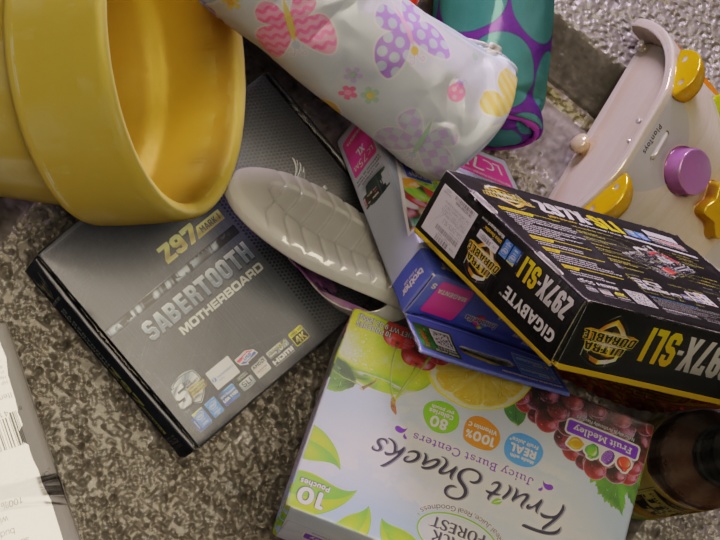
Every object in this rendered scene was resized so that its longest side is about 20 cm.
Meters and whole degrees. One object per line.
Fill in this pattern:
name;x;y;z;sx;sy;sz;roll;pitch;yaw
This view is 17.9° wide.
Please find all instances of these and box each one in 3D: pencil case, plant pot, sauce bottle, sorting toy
pencil case;0.001;-0.140;1.376;0.200;0.083;0.091;35;115;-21
plant pot;-0.191;-0.122;1.363;0.189;0.201;0.201;-5;78;21
sauce bottle;0.203;0.120;1.423;0.065;0.200;0.065;2;80;-12
pencil case;0.081;-0.183;1.510;0.092;0.085;0.200;-2;78;24
sorting toy;0.221;-0.039;1.527;0.180;0.107;0.200;40;72;-24

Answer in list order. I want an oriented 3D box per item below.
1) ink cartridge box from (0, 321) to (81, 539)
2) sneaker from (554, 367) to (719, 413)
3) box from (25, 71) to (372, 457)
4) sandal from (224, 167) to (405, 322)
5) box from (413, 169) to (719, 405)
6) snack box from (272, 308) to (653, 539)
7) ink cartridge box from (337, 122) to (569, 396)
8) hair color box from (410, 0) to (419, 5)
ink cartridge box;-0.251;0.150;1.360;0.146;0.086;0.200;-18;86;-17
sneaker;0.209;0.048;1.475;0.200;0.073;0.077;4;61;24
box;-0.086;-0.005;1.449;0.200;0.051;0.158;-40;91;-19
sandal;0.000;0.004;1.417;0.203;0.082;0.050;27;118;-13
box;0.153;0.015;1.348;0.200;0.160;0.049;13;110;-37
snack box;0.063;0.125;1.374;0.200;0.053;0.142;21;60;-4
ink cartridge box;0.064;-0.013;1.420;0.119;0.042;0.200;19;35;-31
hair color box;-0.063;-0.205;1.463;0.200;0.102;0.061;30;97;-8
